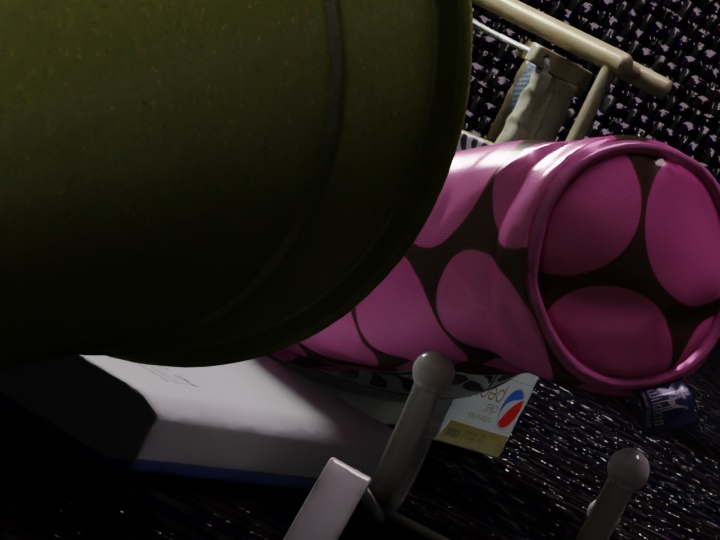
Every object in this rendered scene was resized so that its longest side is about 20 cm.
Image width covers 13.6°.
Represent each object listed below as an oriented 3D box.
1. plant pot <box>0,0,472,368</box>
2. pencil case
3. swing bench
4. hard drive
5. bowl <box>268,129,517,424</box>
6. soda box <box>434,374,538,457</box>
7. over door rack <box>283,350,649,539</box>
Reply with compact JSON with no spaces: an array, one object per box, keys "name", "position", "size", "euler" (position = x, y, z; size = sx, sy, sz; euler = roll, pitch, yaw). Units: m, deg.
[{"name":"plant pot","position":[-0.100,-0.050,0.737],"size":[0.199,0.201,0.190],"euler":[28,24,18]},{"name":"pencil case","position":[0.039,0.000,0.984],"size":[0.093,0.091,0.200],"euler":[-4,5,-31]},{"name":"swing bench","position":[0.061,-0.084,1.947],"size":[0.199,0.200,0.130],"euler":[28,5,18]},{"name":"hard drive","position":[-0.076,0.029,0.957],"size":[0.132,0.025,0.200],"euler":[29,5,22]},{"name":"bowl","position":[0.000,0.000,1.195],"size":[0.200,0.095,0.201],"euler":[19,16,-5]},{"name":"soda box","position":[-0.015,0.008,1.327],"size":[0.199,0.064,0.068],"euler":[29,5,30]},{"name":"over door rack","position":[0.067,0.085,0.896],"size":[0.147,0.067,0.200],"euler":[27,4,7]}]
